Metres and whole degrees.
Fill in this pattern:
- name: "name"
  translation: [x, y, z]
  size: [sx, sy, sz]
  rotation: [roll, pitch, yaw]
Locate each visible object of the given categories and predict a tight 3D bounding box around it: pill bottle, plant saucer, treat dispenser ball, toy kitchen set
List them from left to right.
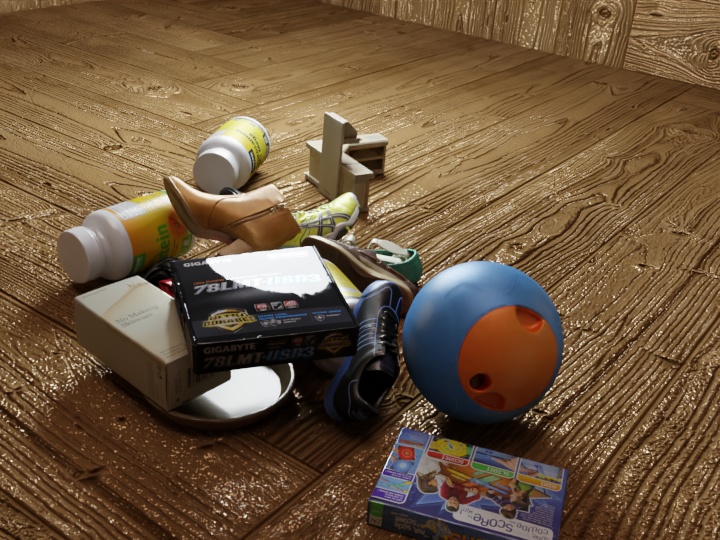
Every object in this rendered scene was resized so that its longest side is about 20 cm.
- name: "pill bottle"
  translation: [-0.366, -0.050, 1.371]
  size: [0.111, 0.112, 0.200]
  rotation: [24, 33, 32]
- name: "plant saucer"
  translation: [-0.183, 0.142, 1.122]
  size: [0.199, 0.030, 0.200]
  rotation: [5, 27, -2]
- name: "pill bottle"
  translation: [-0.256, -0.224, 1.728]
  size: [0.112, 0.113, 0.200]
  rotation: [9, 28, 8]
- name: "pill bottle"
  translation: [-0.058, 0.049, 1.233]
  size: [0.111, 0.112, 0.200]
  rotation: [-9, 31, -25]
- name: "toy kitchen set"
  translation: [0.010, -0.237, 1.742]
  size: [0.180, 0.164, 0.200]
  rotation: [-11, 32, -29]
- name: "treat dispenser ball"
  translation: [0.152, 0.089, 1.091]
  size: [0.200, 0.202, 0.201]
  rotation: [4, 27, -2]

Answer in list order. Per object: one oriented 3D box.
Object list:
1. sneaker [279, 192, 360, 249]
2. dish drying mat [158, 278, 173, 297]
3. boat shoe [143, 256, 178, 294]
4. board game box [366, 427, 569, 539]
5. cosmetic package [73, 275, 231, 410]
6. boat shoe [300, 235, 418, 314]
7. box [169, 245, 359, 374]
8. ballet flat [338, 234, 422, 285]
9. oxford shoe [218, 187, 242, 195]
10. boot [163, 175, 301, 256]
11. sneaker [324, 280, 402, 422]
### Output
- name: "sneaker"
  translation: [-0.075, -0.074, 1.431]
  size: [0.075, 0.077, 0.200]
  rotation: [-11, 29, 51]
- name: "dish drying mat"
  translation: [-0.210, 0.020, 1.310]
  size: [0.077, 0.018, 0.200]
  rotation: [25, 19, 23]
- name: "boat shoe"
  translation: [-0.293, 0.024, 1.301]
  size: [0.068, 0.057, 0.200]
  rotation: [3, 28, -3]
- name: "board game box"
  translation: [0.121, 0.248, 0.961]
  size: [0.199, 0.035, 0.135]
  rotation: [12, 29, 14]
- name: "cosmetic package"
  translation: [-0.265, 0.087, 1.108]
  size: [0.200, 0.073, 0.103]
  rotation: [27, 35, 34]
- name: "boat shoe"
  translation: [0.000, 0.000, 1.369]
  size: [0.199, 0.072, 0.072]
  rotation: [26, 29, 14]
- name: "box"
  translation: [-0.124, 0.043, 1.083]
  size: [0.199, 0.050, 0.199]
  rotation: [-5, 33, -17]
- name: "ballet flat"
  translation: [0.004, -0.023, 1.429]
  size: [0.199, 0.071, 0.067]
  rotation: [7, 27, 4]
- name: "oxford shoe"
  translation: [-0.186, -0.091, 1.547]
  size: [0.084, 0.073, 0.200]
  rotation: [2, 24, -45]
- name: "boot"
  translation: [-0.199, -0.100, 1.367]
  size: [0.144, 0.071, 0.201]
  rotation: [-37, 78, -22]
- name: "sneaker"
  translation: [0.023, 0.099, 1.099]
  size: [0.078, 0.070, 0.201]
  rotation: [-11, 51, 48]
